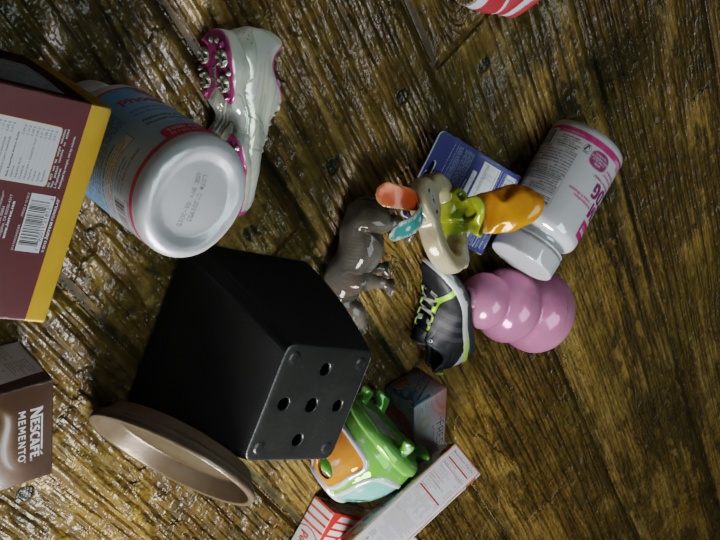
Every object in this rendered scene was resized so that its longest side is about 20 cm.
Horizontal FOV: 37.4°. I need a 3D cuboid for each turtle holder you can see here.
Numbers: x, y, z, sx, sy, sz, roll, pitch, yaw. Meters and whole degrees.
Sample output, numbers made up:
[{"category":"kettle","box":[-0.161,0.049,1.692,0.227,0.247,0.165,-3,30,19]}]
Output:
[{"category":"turtle holder","box":[0.005,0.241,1.437,0.131,0.141,0.186,-42,179,4]}]

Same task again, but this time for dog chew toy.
[{"category":"dog chew toy","box":[0.219,0.052,1.535,0.198,0.124,0.126,9,108,-39]}]

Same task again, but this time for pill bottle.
[{"category":"pill bottle","box":[0.271,-0.096,1.479,0.202,0.112,0.113,-59,140,-9]},{"category":"pill bottle","box":[-0.198,-0.100,0.946,0.108,0.199,0.110,-24,130,-33]}]

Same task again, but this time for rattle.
[{"category":"rattle","box":[0.121,-0.070,1.259,0.200,0.140,0.133,38,61,-60]}]

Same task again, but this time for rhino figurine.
[{"category":"rhino figurine","box":[0.000,0.000,1.314,0.086,0.060,0.203,13,107,-19]}]

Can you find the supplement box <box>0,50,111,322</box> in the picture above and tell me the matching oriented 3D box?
[{"category":"supplement box","box":[-0.344,-0.080,0.862,0.198,0.132,0.200,8,109,-47]}]

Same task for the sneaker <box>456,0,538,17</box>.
[{"category":"sneaker","box":[0.192,-0.397,1.258,0.111,0.071,0.202,7,116,-43]}]

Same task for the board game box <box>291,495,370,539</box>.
[{"category":"board game box","box":[-0.032,0.421,1.558,0.199,0.046,0.153,27,93,-50]}]

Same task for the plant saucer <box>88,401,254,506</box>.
[{"category":"plant saucer","box":[-0.199,0.195,1.143,0.030,0.197,0.201,-64,144,-24]}]

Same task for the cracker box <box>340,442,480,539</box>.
[{"category":"cracker box","box":[0.065,0.323,1.451,0.199,0.058,0.134,-40,174,-11]}]

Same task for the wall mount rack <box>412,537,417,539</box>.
[{"category":"wall mount rack","box":[0.072,0.533,1.713,0.172,0.074,0.203,-31,132,-29]}]

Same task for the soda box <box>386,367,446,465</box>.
[{"category":"soda box","box":[0.080,0.247,1.552,0.068,0.063,0.203,-25,129,-33]}]

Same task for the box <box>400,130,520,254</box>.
[{"category":"box","box":[0.127,-0.104,1.403,0.199,0.032,0.123,22,98,-50]}]

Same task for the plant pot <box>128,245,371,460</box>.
[{"category":"plant pot","box":[-0.108,0.108,1.187,0.198,0.177,0.203,10,108,-47]}]

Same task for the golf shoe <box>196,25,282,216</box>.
[{"category":"golf shoe","box":[-0.115,-0.153,1.099,0.091,0.075,0.203,-24,130,-38]}]

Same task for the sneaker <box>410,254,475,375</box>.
[{"category":"sneaker","box":[0.106,0.070,1.462,0.082,0.072,0.202,-31,130,-15]}]

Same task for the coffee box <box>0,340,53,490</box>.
[{"category":"coffee box","box":[-0.395,0.154,0.996,0.198,0.079,0.116,-15,124,-39]}]
